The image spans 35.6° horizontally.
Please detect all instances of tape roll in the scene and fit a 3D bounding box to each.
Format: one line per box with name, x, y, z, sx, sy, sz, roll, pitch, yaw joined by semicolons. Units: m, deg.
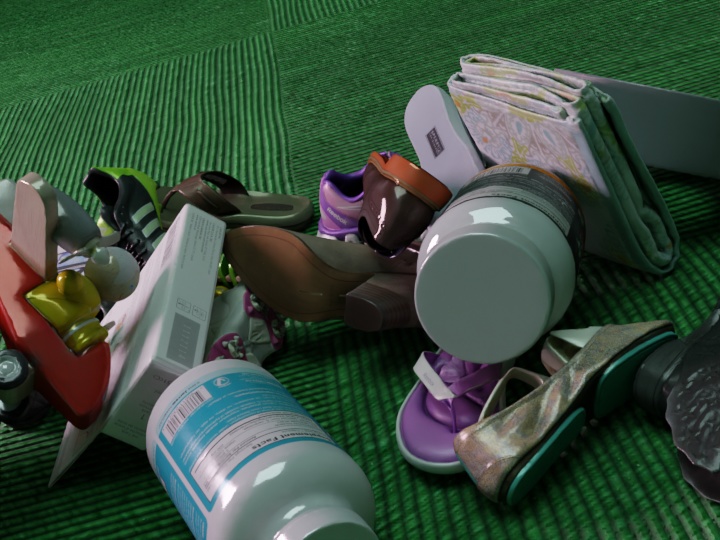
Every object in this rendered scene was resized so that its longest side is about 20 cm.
tape roll;0.266;-0.132;1.013;0.200;0.066;0.200;11;12;-2

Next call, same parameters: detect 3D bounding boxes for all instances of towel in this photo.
towel;0.170;-0.090;0.946;0.048;0.200;0.171;-44;36;-13

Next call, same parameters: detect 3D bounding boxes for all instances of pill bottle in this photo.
pill bottle;-0.062;0.144;0.736;0.111;0.111;0.200;-26;30;-17
pill bottle;0.106;-0.008;0.846;0.116;0.117;0.200;-7;15;17

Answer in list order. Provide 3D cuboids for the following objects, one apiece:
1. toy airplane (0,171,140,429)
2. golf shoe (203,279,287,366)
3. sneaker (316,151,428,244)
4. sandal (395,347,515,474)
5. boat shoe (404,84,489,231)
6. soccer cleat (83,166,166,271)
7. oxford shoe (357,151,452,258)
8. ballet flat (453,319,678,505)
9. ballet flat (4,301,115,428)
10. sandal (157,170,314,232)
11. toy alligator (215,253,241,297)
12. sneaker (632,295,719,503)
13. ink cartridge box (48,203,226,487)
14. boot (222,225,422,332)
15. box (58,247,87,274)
toy airplane;-0.248;0.007;0.888;0.141;0.200;0.200;-17;20;-23
golf shoe;-0.122;0.080;0.941;0.091;0.075;0.200;-21;21;19
sneaker;0.046;-0.077;1.102;0.200;0.089;0.081;-11;27;8
sandal;0.073;0.077;0.849;0.082;0.050;0.203;-4;28;21
boat shoe;0.092;-0.088;1.038;0.070;0.066;0.200;-43;42;26
soccer cleat;-0.215;-0.021;1.085;0.081;0.068;0.200;8;44;-44
oxford shoe;0.021;-0.052;0.936;0.073;0.071;0.200;-56;3;0
ballet flat;0.141;0.080;0.781;0.200;0.068;0.067;-33;55;-31
ballet flat;-0.276;0.067;1.042;0.066;0.057;0.200;-2;31;23
sandal;-0.149;-0.079;1.194;0.201;0.057;0.080;0;34;-4
toy alligator;-0.083;0.010;1.047;0.200;0.054;0.059;3;34;32
sneaker;0.266;0.068;0.762;0.200;0.060;0.104;-35;32;-22
ink cartridge box;-0.181;0.067;0.934;0.176;0.045;0.200;-49;23;32
boot;0.000;0.000;0.974;0.200;0.070;0.146;28;28;28
box;-0.295;-0.006;1.205;0.200;0.042;0.119;-8;29;19
